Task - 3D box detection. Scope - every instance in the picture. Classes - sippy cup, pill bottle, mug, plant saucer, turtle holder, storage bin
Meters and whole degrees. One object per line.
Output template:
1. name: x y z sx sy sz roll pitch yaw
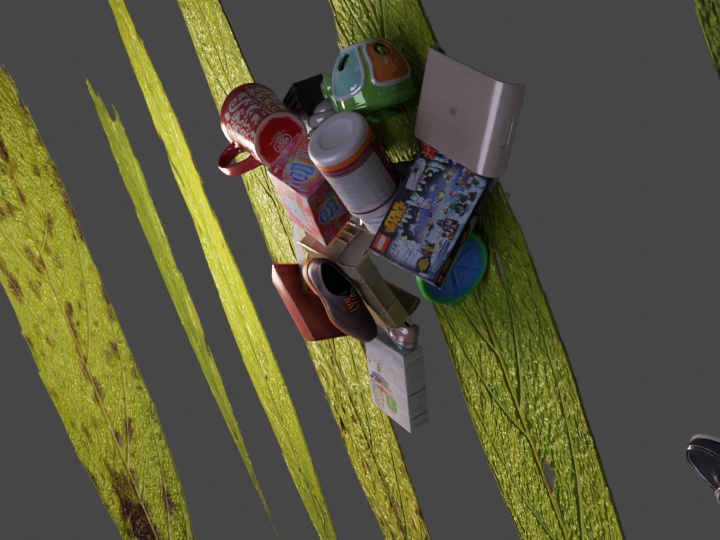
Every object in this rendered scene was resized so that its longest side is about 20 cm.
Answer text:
1. sippy cup: 0.132 -0.031 1.394 0.130 0.138 0.180 46 121 51
2. pill bottle: 0.005 -0.157 1.339 0.109 0.110 0.201 33 166 46
3. mug: -0.187 -0.254 1.555 0.200 0.131 0.181 42 121 56
4. plant saucer: -0.113 0.077 1.838 0.037 0.199 0.202 -37 74 23
5. turtle holder: 0.015 -0.319 1.373 0.185 0.139 0.134 -142 32 -76
6. storage bin: 0.000 0.000 1.593 0.197 0.094 0.201 28 159 49

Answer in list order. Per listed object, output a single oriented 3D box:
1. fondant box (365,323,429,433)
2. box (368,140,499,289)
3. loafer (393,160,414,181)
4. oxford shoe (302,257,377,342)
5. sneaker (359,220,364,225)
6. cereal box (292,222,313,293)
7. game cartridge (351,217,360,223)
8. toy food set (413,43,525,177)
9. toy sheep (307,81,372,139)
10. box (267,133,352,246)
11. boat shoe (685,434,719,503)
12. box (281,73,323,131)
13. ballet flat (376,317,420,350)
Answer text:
1. fondant box: 0.079 0.230 1.747 0.144 0.058 0.203 31 135 48
2. box: 0.116 -0.091 1.289 0.136 0.202 0.040 27 179 30
3. loafer: 0.095 -0.156 1.414 0.199 0.069 0.071 13 114 56
4. oxford shoe: -0.030 0.060 1.516 0.200 0.071 0.072 48 160 -17
5. sneaker: 0.033 -0.106 1.541 0.075 0.086 0.199 65 153 2
6. cereal box: -0.123 -0.071 1.818 0.145 0.039 0.202 99 163 -46
7. game cartridge: -0.082 -0.169 1.658 0.200 0.041 0.132 45 147 -21
8. toy food set: 0.165 -0.251 1.247 0.199 0.060 0.146 39 130 40
9. toy sheep: -0.036 -0.254 1.504 0.137 0.136 0.203 -6 106 61
10. box: -0.086 -0.143 1.464 0.102 0.095 0.201 36 167 19
11. boat shoe: 0.501 0.293 1.044 0.200 0.060 0.075 43 145 38
12. box: -0.111 -0.290 1.673 0.143 0.078 0.200 61 152 5
13. ballet flat: 0.057 0.086 1.687 0.199 0.067 0.068 39 123 33
